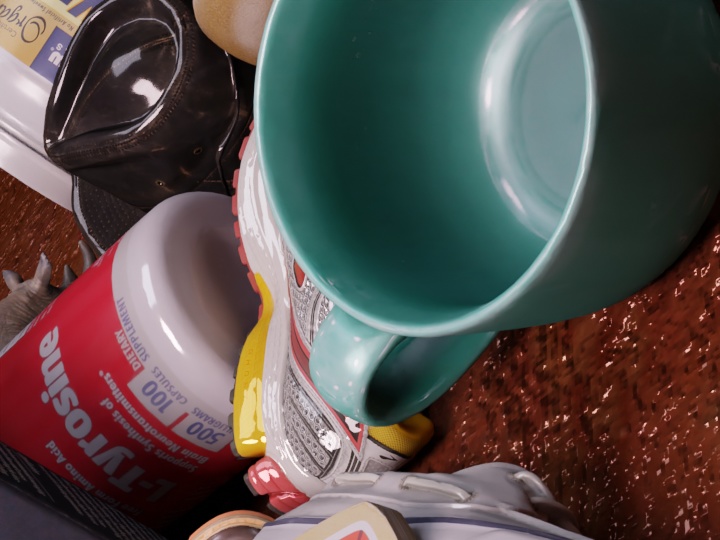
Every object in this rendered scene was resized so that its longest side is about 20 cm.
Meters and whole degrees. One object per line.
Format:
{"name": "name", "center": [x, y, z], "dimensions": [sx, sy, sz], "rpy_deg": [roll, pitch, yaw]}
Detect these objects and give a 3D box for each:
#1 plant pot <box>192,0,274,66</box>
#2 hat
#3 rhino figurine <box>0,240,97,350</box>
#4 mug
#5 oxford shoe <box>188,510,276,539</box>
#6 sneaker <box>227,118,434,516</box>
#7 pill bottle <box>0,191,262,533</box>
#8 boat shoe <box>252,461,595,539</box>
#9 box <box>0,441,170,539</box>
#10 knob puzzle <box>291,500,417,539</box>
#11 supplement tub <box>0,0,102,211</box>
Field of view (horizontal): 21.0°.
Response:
{"name": "plant pot", "center": [0.030, -0.133, 0.743], "dimensions": [0.200, 0.199, 0.028], "rpy_deg": [-40, 71, 33]}
{"name": "hat", "center": [-0.104, -0.082, 0.965], "dimensions": [0.199, 0.081, 0.203], "rpy_deg": [-2, 87, 41]}
{"name": "rhino figurine", "center": [-0.177, 0.067, 1.025], "dimensions": [0.060, 0.087, 0.201], "rpy_deg": [-24, 41, 51]}
{"name": "mug", "center": [0.044, -0.049, 0.691], "dimensions": [0.185, 0.114, 0.153], "rpy_deg": [-36, 69, 39]}
{"name": "oxford shoe", "center": [-0.069, 0.184, 0.695], "dimensions": [0.073, 0.071, 0.202], "rpy_deg": [-160, 93, -82]}
{"name": "sneaker", "center": [0.000, 0.000, 0.797], "dimensions": [0.082, 0.078, 0.202], "rpy_deg": [-25, 55, 37]}
{"name": "pill bottle", "center": [-0.109, 0.063, 0.878], "dimensions": [0.200, 0.112, 0.113], "rpy_deg": [-40, 29, 34]}
{"name": "boat shoe", "center": [0.039, 0.095, 0.624], "dimensions": [0.066, 0.072, 0.199], "rpy_deg": [-47, 20, -29]}
{"name": "box", "center": [-0.157, 0.148, 0.757], "dimensions": [0.149, 0.199, 0.107], "rpy_deg": [-57, 23, -4]}
{"name": "knob puzzle", "center": [-0.030, 0.164, 0.571], "dimensions": [0.219, 0.030, 0.221], "rpy_deg": [-34, 46, 43]}
{"name": "supplement tub", "center": [-0.160, -0.149, 1.192], "dimensions": [0.201, 0.144, 0.144], "rpy_deg": [-56, 24, 2]}
